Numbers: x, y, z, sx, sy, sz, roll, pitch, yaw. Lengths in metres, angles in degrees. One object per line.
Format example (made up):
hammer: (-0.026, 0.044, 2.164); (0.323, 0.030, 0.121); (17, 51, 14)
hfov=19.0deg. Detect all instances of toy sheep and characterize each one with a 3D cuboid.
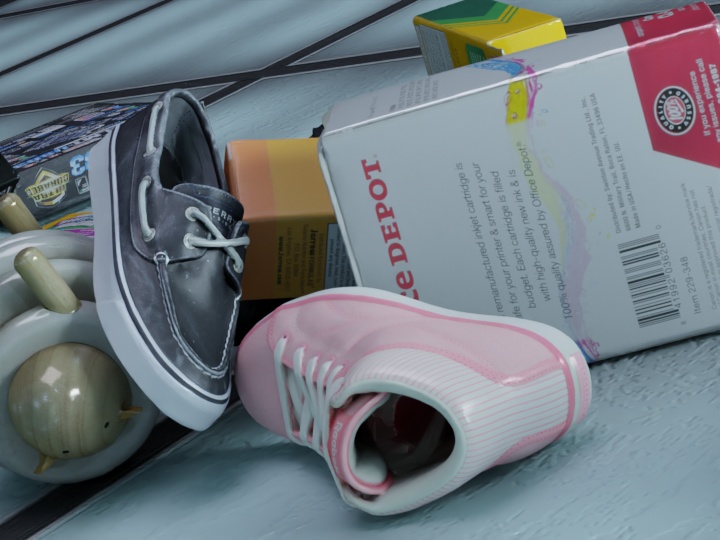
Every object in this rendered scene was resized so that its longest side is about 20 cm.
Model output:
toy sheep: (-0.162, 0.038, 1.108); (0.137, 0.139, 0.200); (-18, 24, -5)

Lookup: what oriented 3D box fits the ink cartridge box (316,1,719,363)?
ink cartridge box: (0.094, -0.033, 1.051); (0.198, 0.149, 0.086); (-14, 15, 9)

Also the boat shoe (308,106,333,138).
boat shoe: (-0.022, -0.039, 1.364); (0.066, 0.074, 0.200); (-40, 26, 15)

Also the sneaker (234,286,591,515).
sneaker: (-0.004, 0.058, 0.970); (0.199, 0.076, 0.104); (2, 18, 40)

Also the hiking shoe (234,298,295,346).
hiking shoe: (0.000, 0.000, 1.216); (0.198, 0.075, 0.087); (-8, 57, -11)

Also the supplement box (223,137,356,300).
supplement box: (0.027, -0.030, 1.149); (0.198, 0.069, 0.067); (-4, 45, -6)

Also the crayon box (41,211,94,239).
crayon box: (-0.162, 0.007, 1.364); (0.199, 0.059, 0.118); (-1, 21, 46)

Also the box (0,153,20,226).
box: (-0.313, 0.004, 1.290); (0.163, 0.086, 0.200); (-31, -19, -39)

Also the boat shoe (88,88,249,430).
boat shoe: (-0.087, -0.012, 1.065); (0.068, 0.072, 0.201); (-40, 39, 24)

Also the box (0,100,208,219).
box: (-0.256, -0.094, 1.853); (0.199, 0.050, 0.198); (-26, 18, -31)

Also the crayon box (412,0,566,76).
crayon box: (0.095, -0.093, 1.308); (0.051, 0.127, 0.200); (-18, 15, -9)
